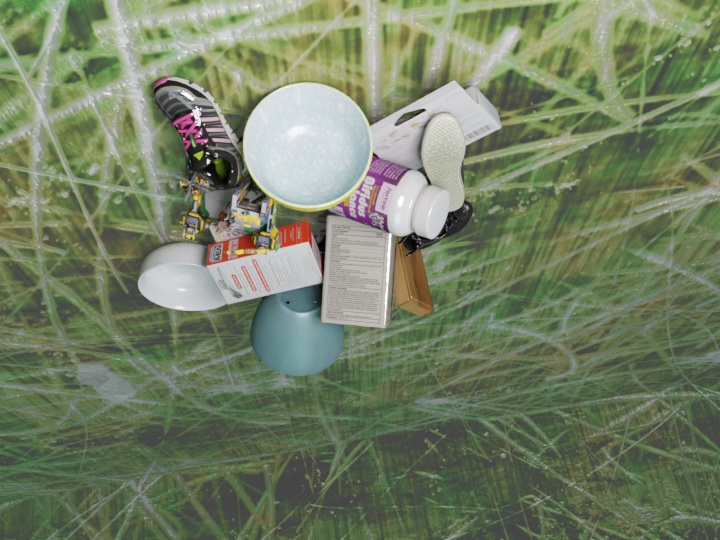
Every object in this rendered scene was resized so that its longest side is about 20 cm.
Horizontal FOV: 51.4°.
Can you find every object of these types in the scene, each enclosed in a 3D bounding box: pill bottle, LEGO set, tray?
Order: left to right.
[{"bbox_3d":[-0.223,-0.093,1.253,0.198,0.116,0.155,22,119,-2],"label":"LEGO set"},{"bbox_3d":[0.043,-0.123,1.240,0.198,0.113,0.112,21,166,25],"label":"pill bottle"},{"bbox_3d":[0.096,-0.013,1.537,0.037,0.203,0.098,-24,151,29],"label":"tray"}]

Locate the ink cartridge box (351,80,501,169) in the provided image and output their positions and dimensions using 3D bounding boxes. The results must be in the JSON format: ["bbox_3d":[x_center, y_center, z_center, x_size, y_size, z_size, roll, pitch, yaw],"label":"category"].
[{"bbox_3d":[0.106,-0.241,1.224,0.198,0.044,0.173,-23,151,27],"label":"ink cartridge box"}]

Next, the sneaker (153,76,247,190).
[{"bbox_3d":[-0.241,-0.199,1.128,0.073,0.088,0.200,-16,133,24],"label":"sneaker"}]

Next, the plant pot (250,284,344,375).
[{"bbox_3d":[-0.125,0.091,1.520,0.197,0.202,0.136,-4,140,-12],"label":"plant pot"}]

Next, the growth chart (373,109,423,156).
[{"bbox_3d":[0.070,-0.222,1.322,0.198,0.018,0.144,-22,152,24],"label":"growth chart"}]

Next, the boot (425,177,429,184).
[{"bbox_3d":[0.072,-0.144,1.379,0.196,0.075,0.162,-12,168,26],"label":"boot"}]

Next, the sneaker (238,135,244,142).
[{"bbox_3d":[-0.127,-0.179,1.272,0.198,0.075,0.079,8,155,-33],"label":"sneaker"}]

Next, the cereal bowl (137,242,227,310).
[{"bbox_3d":[-0.349,0.002,1.519,0.197,0.084,0.201,-1,151,-1],"label":"cereal bowl"}]

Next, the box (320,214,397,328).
[{"bbox_3d":[0.000,0.000,1.417,0.126,0.203,0.109,5,-177,9],"label":"box"}]

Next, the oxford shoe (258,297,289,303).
[{"bbox_3d":[-0.204,0.042,1.676,0.198,0.075,0.070,15,145,-41],"label":"oxford shoe"}]

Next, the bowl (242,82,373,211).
[{"bbox_3d":[-0.080,-0.178,1.170,0.197,0.203,0.108,-9,167,-4],"label":"bowl"}]

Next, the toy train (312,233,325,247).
[{"bbox_3d":[-0.113,-0.010,1.608,0.113,0.086,0.199,25,137,-36],"label":"toy train"}]

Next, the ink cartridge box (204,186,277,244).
[{"bbox_3d":[-0.220,-0.079,1.437,0.113,0.069,0.201,-9,154,-1],"label":"ink cartridge box"}]

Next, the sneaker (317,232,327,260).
[{"bbox_3d":[-0.023,-0.053,1.523,0.198,0.079,0.070,-25,-162,-31],"label":"sneaker"}]

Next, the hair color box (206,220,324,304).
[{"bbox_3d":[-0.176,-0.014,1.402,0.197,0.064,0.112,-13,135,6],"label":"hair color box"}]

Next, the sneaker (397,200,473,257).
[{"bbox_3d":[0.153,-0.085,1.484,0.198,0.061,0.104,-31,180,-12],"label":"sneaker"}]

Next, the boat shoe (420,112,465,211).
[{"bbox_3d":[0.139,-0.185,1.238,0.073,0.063,0.201,-8,141,7],"label":"boat shoe"}]
